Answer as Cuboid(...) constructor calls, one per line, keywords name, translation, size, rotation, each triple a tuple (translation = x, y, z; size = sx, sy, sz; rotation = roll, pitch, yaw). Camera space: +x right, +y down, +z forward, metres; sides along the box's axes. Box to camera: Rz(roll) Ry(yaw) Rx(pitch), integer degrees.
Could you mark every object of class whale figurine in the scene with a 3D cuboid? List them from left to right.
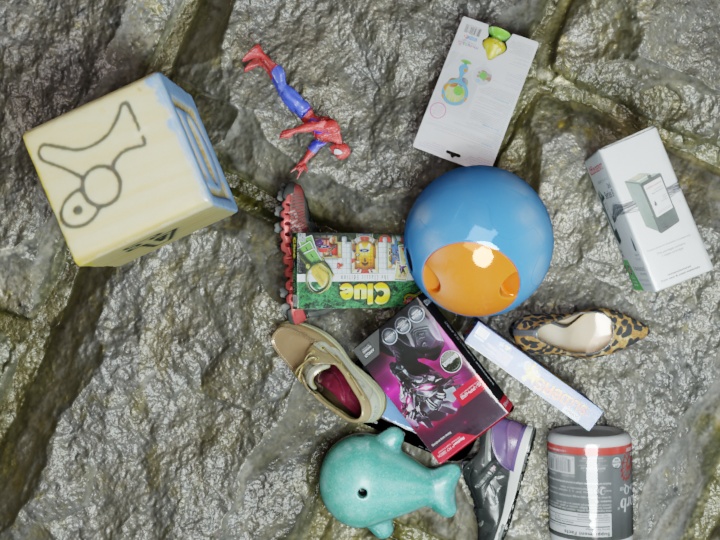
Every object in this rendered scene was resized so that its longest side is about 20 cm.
Cuboid(name="whale figurine", translation=(0.040, 0.300, 1.368), size=(0.198, 0.104, 0.161), rotation=(8, 93, 2))

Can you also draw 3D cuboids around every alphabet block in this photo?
Cuboid(name="alphabet block", translation=(-0.306, -0.131, 1.348), size=(0.198, 0.196, 0.197), rotation=(-23, 87, 4))

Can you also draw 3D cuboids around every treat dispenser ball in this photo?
Cuboid(name="treat dispenser ball", translation=(0.156, -0.039, 1.314), size=(0.199, 0.201, 0.203), rotation=(0, 90, 4))

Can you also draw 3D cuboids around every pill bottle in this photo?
Cuboid(name="pill bottle", translation=(0.314, 0.319, 1.346), size=(0.115, 0.116, 0.202), rotation=(-1, 90, 4))

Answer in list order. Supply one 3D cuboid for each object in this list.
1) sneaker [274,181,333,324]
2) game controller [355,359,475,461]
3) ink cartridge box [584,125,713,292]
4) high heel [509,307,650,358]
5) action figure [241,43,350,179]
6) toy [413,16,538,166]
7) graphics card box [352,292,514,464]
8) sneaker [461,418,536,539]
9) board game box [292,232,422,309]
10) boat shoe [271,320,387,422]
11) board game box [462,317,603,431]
Cuboid(name="sneaker", translation=(-0.071, -0.028, 1.395), size=(0.097, 0.071, 0.203), rotation=(-6, 88, 0))
Cuboid(name="game controller", translation=(0.075, 0.192, 1.399), size=(0.198, 0.042, 0.105), rotation=(23, 91, 4))
Cuboid(name="ink cartridge box", translation=(0.383, -0.080, 1.328), size=(0.083, 0.146, 0.202), rotation=(-22, 88, 5))
Cuboid(name="high heel", translation=(0.303, 0.087, 1.333), size=(0.198, 0.143, 0.072), rotation=(0, 89, 4))
Cuboid(name="action figure", translation=(-0.104, -0.214, 1.400), size=(0.200, 0.065, 0.099), rotation=(42, 84, 4))
Cuboid(name="toy", translation=(0.163, -0.244, 1.391), size=(0.114, 0.047, 0.202), rotation=(21, 88, 7))
Cuboid(name="graphics card box", translation=(0.098, 0.145, 1.337), size=(0.125, 0.051, 0.201), rotation=(-39, 84, 18))
Cuboid(name="sneaker", translation=(0.179, 0.300, 1.379), size=(0.087, 0.076, 0.202), rotation=(16, 97, 15))
Cuboid(name="board game box", translation=(0.000, 0.000, 1.367), size=(0.198, 0.023, 0.106), rotation=(-1, 93, -26))
Cuboid(name="boat shoe", translation=(-0.052, 0.139, 1.375), size=(0.199, 0.066, 0.074), rotation=(35, 107, 20))
Cuboid(name="board game box", translation=(0.229, 0.136, 1.342), size=(0.199, 0.135, 0.035), rotation=(36, 93, 4))
